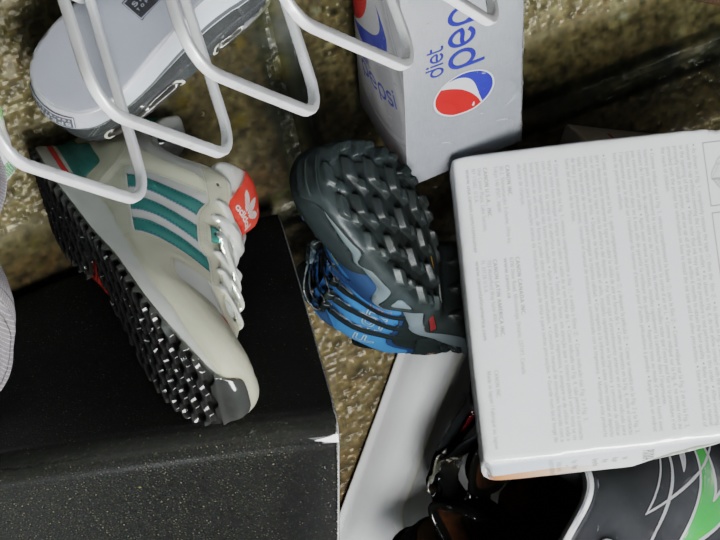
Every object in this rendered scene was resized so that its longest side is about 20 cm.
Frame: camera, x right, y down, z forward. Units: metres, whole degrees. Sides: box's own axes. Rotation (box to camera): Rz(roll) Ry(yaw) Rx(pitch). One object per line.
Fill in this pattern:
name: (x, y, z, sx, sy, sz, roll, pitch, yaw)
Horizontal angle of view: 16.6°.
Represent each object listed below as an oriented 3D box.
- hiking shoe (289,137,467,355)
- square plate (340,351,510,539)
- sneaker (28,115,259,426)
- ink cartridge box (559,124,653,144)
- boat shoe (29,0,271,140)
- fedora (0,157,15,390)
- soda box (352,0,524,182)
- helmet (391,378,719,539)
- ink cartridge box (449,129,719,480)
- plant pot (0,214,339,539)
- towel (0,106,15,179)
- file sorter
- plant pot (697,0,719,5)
hiking shoe: (0.000, 0.000, 1.251, 0.087, 0.075, 0.200, -10, 151, 21)
square plate: (0.098, 0.095, 1.422, 0.198, 0.028, 0.200, 6, 116, -28)
sneaker: (-0.081, -0.012, 1.170, 0.093, 0.200, 0.070, -25, 135, -16)
ink cartridge box: (0.175, -0.021, 1.331, 0.200, 0.116, 0.067, 4, 118, -27)
boat shoe: (-0.077, -0.140, 1.181, 0.200, 0.069, 0.057, -42, 163, -6)
fedora: (-0.215, 0.019, 1.115, 0.177, 0.090, 0.200, -42, 154, -8)
soda box: (0.036, -0.130, 1.190, 0.068, 0.064, 0.200, -22, 149, -11)
helmet: (0.125, 0.151, 1.309, 0.200, 0.191, 0.200, -26, 143, -21)
ink cartridge box: (0.151, 0.013, 1.228, 0.199, 0.163, 0.050, -6, 164, 2)
plant pot: (-0.112, 0.109, 1.242, 0.177, 0.200, 0.200, -4, 122, -8)
towel: (-0.239, -0.063, 1.112, 0.149, 0.031, 0.200, -29, 157, -9)
file sorter: (-0.059, -0.129, 1.043, 0.200, 0.125, 0.139, -25, 163, 20)
plant pot: (0.174, -0.201, 1.167, 0.187, 0.200, 0.187, -12, 124, -18)
